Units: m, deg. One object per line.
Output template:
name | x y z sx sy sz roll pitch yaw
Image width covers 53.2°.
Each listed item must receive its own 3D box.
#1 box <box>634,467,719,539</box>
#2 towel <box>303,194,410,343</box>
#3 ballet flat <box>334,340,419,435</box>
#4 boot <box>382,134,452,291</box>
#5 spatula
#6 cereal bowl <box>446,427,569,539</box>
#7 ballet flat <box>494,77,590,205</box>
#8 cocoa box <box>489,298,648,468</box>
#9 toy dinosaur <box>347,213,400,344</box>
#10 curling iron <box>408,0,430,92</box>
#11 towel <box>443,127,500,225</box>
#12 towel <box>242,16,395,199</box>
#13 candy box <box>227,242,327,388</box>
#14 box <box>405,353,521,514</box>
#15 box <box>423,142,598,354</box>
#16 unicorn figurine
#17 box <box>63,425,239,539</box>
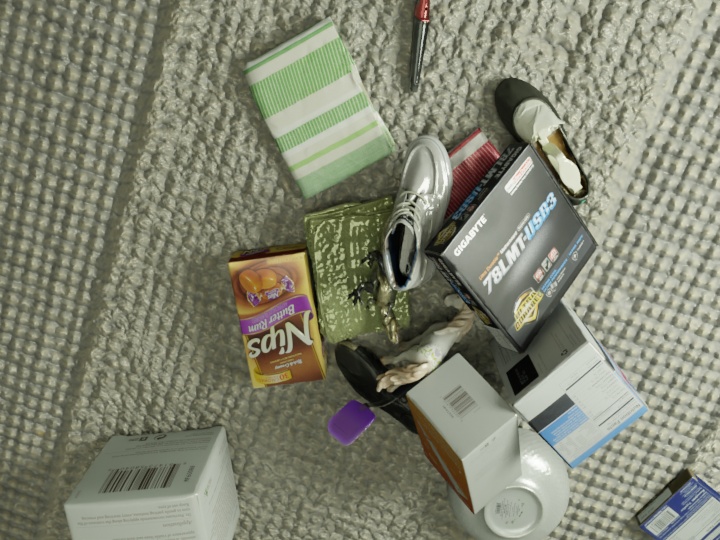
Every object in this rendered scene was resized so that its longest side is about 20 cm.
box | 0.559 0.422 1.163 0.199 0.032 0.122 38 106 -8
towel | 0.000 0.000 1.042 0.146 0.037 0.203 -10 107 -6
ballet flat | 0.040 0.177 1.107 0.199 0.057 0.066 41 132 -5
boot | 0.073 -0.073 0.938 0.072 0.095 0.204 5 101 20
spatula | 0.036 0.187 1.043 0.198 0.056 0.021 -26 127 -35
cereal bowl | 0.235 0.355 1.130 0.196 0.083 0.204 1 109 2
ballet flat | 0.254 -0.174 0.968 0.068 0.068 0.201 -37 103 7
cocoa box | 0.280 0.144 0.998 0.133 0.200 0.131 -42 102 13
toy dinosaur | 0.028 0.006 0.996 0.047 0.088 0.204 12 104 36
curling iron | 0.090 -0.336 0.945 0.049 0.026 0.203 13 108 1
towel | 0.171 -0.077 1.014 0.143 0.023 0.201 -39 102 0
towel | -0.058 -0.221 0.991 0.151 0.023 0.202 -25 106 10
candy box | -0.119 0.068 1.068 0.115 0.057 0.203 -8 108 4
box | 0.149 0.234 1.014 0.097 0.124 0.201 -35 142 -13
box | 0.207 -0.029 0.960 0.201 0.049 0.199 -49 118 -15
unicorn figurine | 0.103 0.102 1.039 0.074 0.201 0.137 43 132 -16
box | -0.303 0.365 1.094 0.195 0.200 0.174 -6 106 4
